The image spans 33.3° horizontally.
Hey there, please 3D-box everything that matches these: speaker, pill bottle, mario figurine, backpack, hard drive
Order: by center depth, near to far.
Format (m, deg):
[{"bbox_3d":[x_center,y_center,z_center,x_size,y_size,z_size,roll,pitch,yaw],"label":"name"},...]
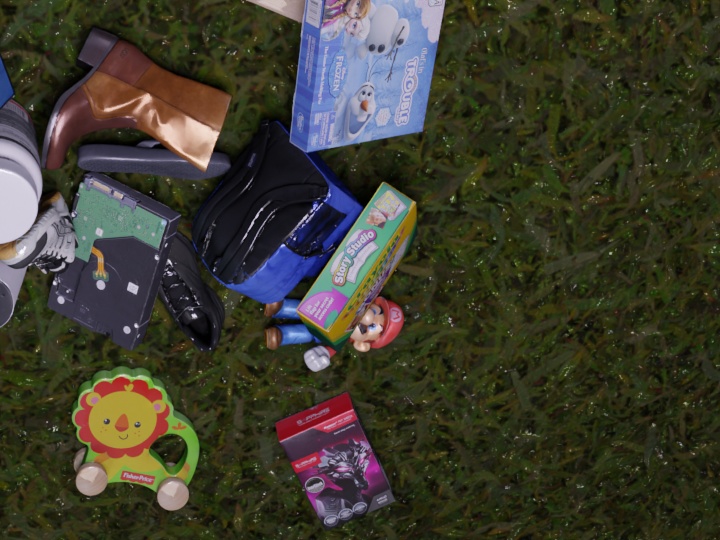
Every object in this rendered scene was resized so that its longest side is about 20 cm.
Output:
[{"bbox_3d":[-0.438,-0.121,1.436,0.112,0.201,0.115,-9,123,-13],"label":"pill bottle"},{"bbox_3d":[-0.455,-0.006,1.496,0.080,0.201,0.082,-3,118,-5],"label":"speaker"},{"bbox_3d":[-0.105,-0.055,1.571,0.200,0.163,0.167,-46,142,7],"label":"backpack"},{"bbox_3d":[-0.326,-0.012,1.586,0.138,0.038,0.202,25,114,10],"label":"hard drive"},{"bbox_3d":[-0.034,0.065,1.692,0.197,0.106,0.125,-1,117,-11],"label":"mario figurine"}]

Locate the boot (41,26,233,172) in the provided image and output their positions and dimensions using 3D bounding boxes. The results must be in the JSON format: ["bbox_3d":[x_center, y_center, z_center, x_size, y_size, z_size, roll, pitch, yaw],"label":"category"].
[{"bbox_3d":[-0.279,-0.175,1.494,0.198,0.068,0.190,27,79,-15],"label":"boot"}]

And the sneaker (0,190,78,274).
[{"bbox_3d":[-0.384,-0.032,1.478,0.075,0.200,0.089,-22,108,8],"label":"sneaker"}]

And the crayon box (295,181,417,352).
[{"bbox_3d":[0.000,0.000,1.589,0.058,0.173,0.201,33,82,9],"label":"crayon box"}]

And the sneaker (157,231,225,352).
[{"bbox_3d":[-0.241,0.025,1.630,0.075,0.091,0.201,-30,119,7],"label":"sneaker"}]

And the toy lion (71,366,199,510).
[{"bbox_3d":[-0.325,0.236,1.748,0.198,0.069,0.194,15,106,-20],"label":"toy lion"}]

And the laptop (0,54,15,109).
[{"bbox_3d":[-0.520,-0.225,1.391,0.187,0.116,0.200,-41,105,10],"label":"laptop"}]

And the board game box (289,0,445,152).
[{"bbox_3d":[0.011,-0.261,1.509,0.197,0.043,0.202,-16,127,-38],"label":"board game box"}]

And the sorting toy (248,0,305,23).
[{"bbox_3d":[-0.028,-0.389,1.489,0.198,0.037,0.187,16,113,-26],"label":"sorting toy"}]

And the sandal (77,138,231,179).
[{"bbox_3d":[-0.261,-0.151,1.544,0.197,0.076,0.044,4,77,-17],"label":"sandal"}]

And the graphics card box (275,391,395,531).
[{"bbox_3d":[-0.037,0.295,1.847,0.124,0.051,0.202,-23,121,0],"label":"graphics card box"}]
